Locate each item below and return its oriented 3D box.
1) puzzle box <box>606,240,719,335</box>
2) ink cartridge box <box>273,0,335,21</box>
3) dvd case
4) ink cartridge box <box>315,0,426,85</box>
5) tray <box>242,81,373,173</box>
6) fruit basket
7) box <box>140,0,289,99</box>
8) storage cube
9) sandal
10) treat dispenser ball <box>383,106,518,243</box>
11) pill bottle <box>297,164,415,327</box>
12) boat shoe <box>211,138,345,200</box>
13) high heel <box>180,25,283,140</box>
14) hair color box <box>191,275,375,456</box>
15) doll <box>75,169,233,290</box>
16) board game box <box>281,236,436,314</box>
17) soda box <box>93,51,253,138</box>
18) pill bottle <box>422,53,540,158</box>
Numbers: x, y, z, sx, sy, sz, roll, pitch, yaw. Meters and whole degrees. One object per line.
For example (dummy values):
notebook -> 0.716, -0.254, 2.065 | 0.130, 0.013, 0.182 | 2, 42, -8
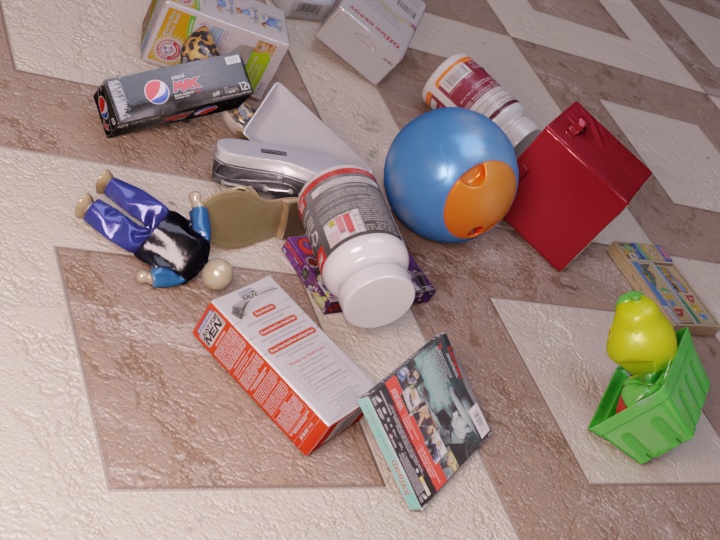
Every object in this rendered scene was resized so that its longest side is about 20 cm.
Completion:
puzzle box -> 0.525, 0.030, 1.937 | 0.133, 0.025, 0.200 | 4, 45, -38
ink cartridge box -> -0.115, -0.541, 2.077 | 0.160, 0.047, 0.200 | -6, 53, -44
dvd case -> 0.082, 0.176, 1.340 | 0.200, 0.022, 0.146 | -34, 100, -52
ink cartridge box -> 0.021, -0.446, 2.000 | 0.144, 0.085, 0.200 | 38, 41, -14
tray -> -0.077, -0.168, 1.614 | 0.200, 0.022, 0.107 | 41, 61, -21
fruit basket -> 0.394, 0.136, 1.580 | 0.215, 0.155, 0.216 | 30, 41, -29
box -> -0.224, -0.360, 1.708 | 0.200, 0.113, 0.101 | 16, 40, -24
storage cube -> 0.343, -0.141, 1.847 | 0.180, 0.200, 0.171 | 44, 34, 4
sandal -> -0.156, -0.077, 1.479 | 0.070, 0.078, 0.211 | 27, 18, 36
treat dispenser ball -> 0.134, -0.141, 1.662 | 0.201, 0.201, 0.201 | 22, 36, -17
pill bottle -> -0.004, -0.032, 1.446 | 0.116, 0.116, 0.200 | 10, 41, -32
boat shoe -> -0.105, -0.127, 1.541 | 0.200, 0.068, 0.072 | 9, 31, -10
high heel -> -0.167, -0.266, 1.621 | 0.200, 0.071, 0.143 | 13, 82, -21
hair color box -> -0.086, 0.107, 1.301 | 0.200, 0.064, 0.111 | 46, 36, 14
doll -> -0.237, -0.044, 1.348 | 0.200, 0.048, 0.137 | 35, 67, 1
board game box -> 0.000, 0.000, 1.536 | 0.200, 0.032, 0.120 | -5, 46, -43
soda box -> -0.251, -0.237, 1.508 | 0.200, 0.071, 0.063 | -17, 88, -28
pill bottle -> 0.215, -0.279, 1.976 | 0.200, 0.114, 0.114 | 46, 36, 16
